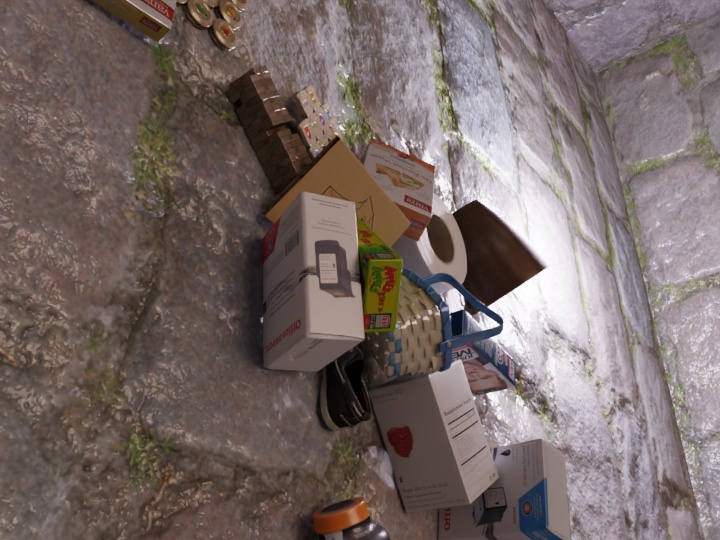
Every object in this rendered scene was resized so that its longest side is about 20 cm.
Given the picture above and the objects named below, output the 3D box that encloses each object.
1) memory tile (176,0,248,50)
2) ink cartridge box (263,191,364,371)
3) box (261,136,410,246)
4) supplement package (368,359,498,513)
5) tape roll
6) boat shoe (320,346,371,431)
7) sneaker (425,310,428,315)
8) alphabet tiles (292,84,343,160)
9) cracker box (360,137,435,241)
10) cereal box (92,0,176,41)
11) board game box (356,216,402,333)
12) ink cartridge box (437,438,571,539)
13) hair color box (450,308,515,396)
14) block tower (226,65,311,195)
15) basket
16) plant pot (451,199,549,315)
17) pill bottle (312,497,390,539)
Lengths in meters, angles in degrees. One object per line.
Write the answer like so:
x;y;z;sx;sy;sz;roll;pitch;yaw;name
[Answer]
-0.235;-0.448;1.088;0.153;0.017;0.200;38;44;-40;memory tile
-0.068;0.020;0.938;0.084;0.145;0.200;9;62;-27;ink cartridge box
-0.031;-0.079;1.077;0.164;0.021;0.200;-47;124;-6;box
0.116;0.261;1.114;0.120;0.121;0.200;-10;80;-57;supplement package
0.126;-0.052;1.351;0.202;0.071;0.203;31;49;-44;tape roll
-0.021;0.132;1.036;0.072;0.068;0.200;30;45;-46;boat shoe
0.095;0.091;1.214;0.078;0.066;0.200;-29;103;-38;sneaker
-0.058;-0.209;1.179;0.196;0.015;0.200;-68;138;-64;alphabet tiles
0.058;-0.146;1.227;0.134;0.058;0.200;23;34;-8;cracker box
-0.308;-0.422;0.934;0.144;0.039;0.200;26;52;-39;cereal box
0.000;0.000;0.988;0.047;0.200;0.102;-1;110;-18;board game box
0.232;0.374;1.149;0.086;0.200;0.147;40;42;-36;ink cartridge box
0.202;0.159;1.317;0.200;0.100;0.061;42;42;-35;hair color box
-0.132;-0.205;1.071;0.200;0.058;0.054;63;33;-7;block tower
0.094;0.071;1.079;0.200;0.176;0.139;-19;122;-18;basket
0.260;-0.040;1.468;0.200;0.187;0.187;57;32;7;plant pot
-0.001;0.395;0.883;0.106;0.106;0.200;-7;78;-57;pill bottle
